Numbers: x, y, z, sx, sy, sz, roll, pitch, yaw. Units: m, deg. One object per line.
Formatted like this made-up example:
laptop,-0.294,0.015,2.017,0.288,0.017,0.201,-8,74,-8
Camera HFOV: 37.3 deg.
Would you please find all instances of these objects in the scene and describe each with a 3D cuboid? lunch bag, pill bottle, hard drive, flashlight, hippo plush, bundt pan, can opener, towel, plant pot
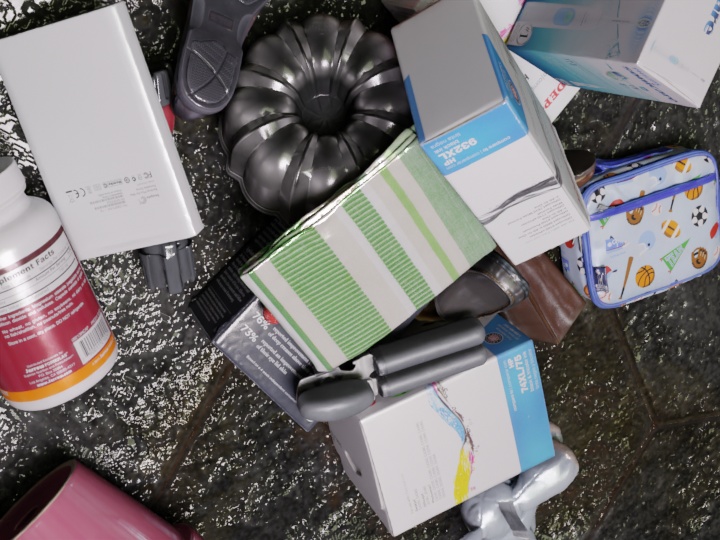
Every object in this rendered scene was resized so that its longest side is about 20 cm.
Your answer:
lunch bag,0.312,-0.055,1.200,0.197,0.075,0.163,-18,112,-18
pill bottle,-0.299,0.011,0.931,0.111,0.113,0.203,-25,115,-13
hard drive,-0.226,-0.115,0.919,0.129,0.026,0.203,-10,110,21
flashlight,-0.191,-0.086,0.976,0.068,0.067,0.204,-43,135,-52
hippo plush,0.177,0.272,1.198,0.156,0.201,0.163,-16,124,6
bundt pan,-0.033,-0.140,0.956,0.197,0.076,0.206,1,77,-2
can opener,0.032,0.101,1.009,0.197,0.067,0.053,-19,127,-14
towel,0.008,-0.013,0.935,0.199,0.023,0.153,-39,124,-1
plant pot,-0.257,0.289,1.014,0.199,0.200,0.180,-41,104,-5

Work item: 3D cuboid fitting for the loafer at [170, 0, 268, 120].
loafer,-0.126,-0.225,0.938,0.071,0.063,0.204,25,69,-26

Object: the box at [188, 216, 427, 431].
box,-0.045,0.027,1.052,0.200,0.104,0.148,-45,118,-4

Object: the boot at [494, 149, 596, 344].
boot,0.204,-0.017,1.137,0.184,0.065,0.201,-20,119,30

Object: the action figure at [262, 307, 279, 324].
action figure,0.000,0.000,0.978,0.197,0.052,0.066,-25,118,-11

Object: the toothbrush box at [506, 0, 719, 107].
toothbrush box,0.237,-0.237,0.935,0.084,0.200,0.149,23,95,-29

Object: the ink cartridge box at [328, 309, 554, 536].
ink cartridge box,0.075,0.146,1.123,0.197,0.147,0.148,-23,116,-15

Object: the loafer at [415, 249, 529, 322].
loafer,0.108,0.025,1.063,0.072,0.200,0.073,-44,95,-13

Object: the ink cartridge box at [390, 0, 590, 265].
ink cartridge box,0.116,-0.123,0.938,0.083,0.147,0.200,-26,140,18

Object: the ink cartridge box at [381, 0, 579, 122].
ink cartridge box,0.141,-0.246,1.051,0.145,0.085,0.200,-49,120,-1
